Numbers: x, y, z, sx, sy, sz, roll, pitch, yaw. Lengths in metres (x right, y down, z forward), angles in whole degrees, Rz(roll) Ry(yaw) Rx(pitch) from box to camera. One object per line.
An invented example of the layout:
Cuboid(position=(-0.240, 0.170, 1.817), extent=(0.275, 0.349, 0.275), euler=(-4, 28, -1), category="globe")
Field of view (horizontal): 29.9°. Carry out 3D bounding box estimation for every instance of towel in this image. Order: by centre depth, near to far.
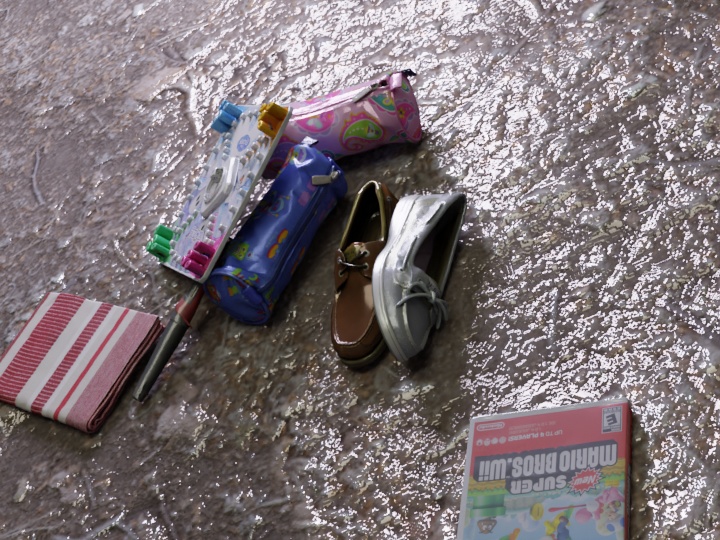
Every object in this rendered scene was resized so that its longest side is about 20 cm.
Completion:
Cuboid(position=(-0.315, 0.096, 1.467), extent=(0.198, 0.023, 0.145), euler=(10, 58, 41), category="towel")

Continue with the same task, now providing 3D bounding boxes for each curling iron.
Cuboid(position=(-0.178, 0.052, 1.412), extent=(0.025, 0.050, 0.201), euler=(12, 62, 40), category="curling iron")

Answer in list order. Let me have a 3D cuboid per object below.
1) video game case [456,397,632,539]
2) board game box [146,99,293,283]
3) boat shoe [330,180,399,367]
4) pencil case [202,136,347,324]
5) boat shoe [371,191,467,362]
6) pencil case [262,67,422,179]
Cuboid(position=(0.146, 0.195, 1.079), extent=(0.141, 0.018, 0.202), euler=(-10, 45, 23), category="video game case")
Cuboid(position=(-0.157, -0.092, 1.447), extent=(0.202, 0.026, 0.200), euler=(-63, 23, -4), category="board game box")
Cuboid(position=(0.000, 0.000, 1.325), extent=(0.071, 0.068, 0.202), euler=(-11, 45, 22), category="boat shoe")
Cuboid(position=(-0.083, -0.041, 1.410), extent=(0.086, 0.078, 0.201), euler=(-13, 40, 55), category="pencil case")
Cuboid(position=(0.059, -0.001, 1.288), extent=(0.064, 0.075, 0.203), euler=(-14, 37, 26), category="boat shoe")
Cuboid(position=(-0.030, -0.162, 1.494), extent=(0.197, 0.088, 0.088), euler=(-13, 43, 22), category="pencil case")
